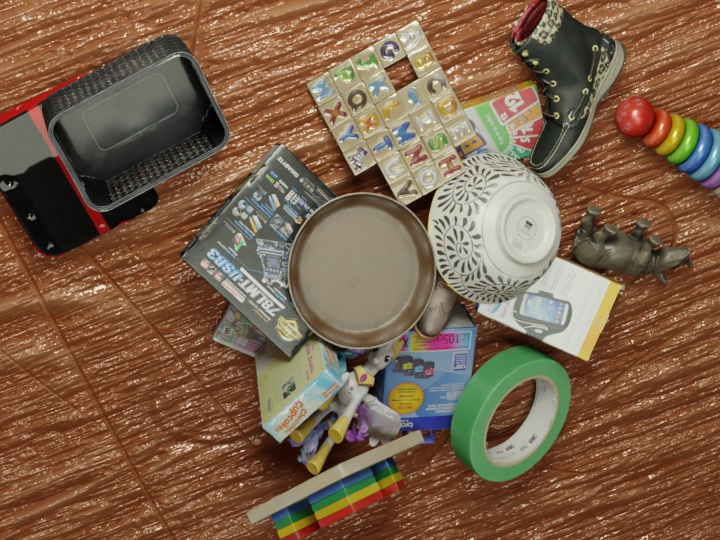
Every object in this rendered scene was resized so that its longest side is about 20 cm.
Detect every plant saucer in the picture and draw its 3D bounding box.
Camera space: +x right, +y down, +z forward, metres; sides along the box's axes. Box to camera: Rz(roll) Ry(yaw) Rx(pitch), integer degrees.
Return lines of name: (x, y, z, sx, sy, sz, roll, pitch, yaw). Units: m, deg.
plant saucer: (0.000, 0.000, 1.621, 0.197, 0.032, 0.204, -1, 96, -13)

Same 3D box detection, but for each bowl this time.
bowl: (0.195, -0.055, 1.636, 0.198, 0.094, 0.205, -1, 91, -26)

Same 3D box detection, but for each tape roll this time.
tape roll: (0.222, 0.211, 1.833, 0.198, 0.048, 0.203, -20, 124, -31)

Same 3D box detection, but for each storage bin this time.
storage bin: (-0.276, -0.182, 1.533, 0.198, 0.094, 0.136, -29, 119, -6)

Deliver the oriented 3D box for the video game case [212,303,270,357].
video game case: (-0.100, 0.038, 1.739, 0.142, 0.018, 0.202, 23, 109, -21)

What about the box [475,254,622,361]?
box: (0.254, 0.033, 1.762, 0.197, 0.041, 0.121, 24, 99, 0)

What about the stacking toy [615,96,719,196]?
stacking toy: (0.434, -0.177, 1.712, 0.198, 0.086, 0.086, 23, 111, -15)

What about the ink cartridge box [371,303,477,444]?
ink cartridge box: (0.089, 0.155, 1.808, 0.134, 0.077, 0.203, -2, 119, -11)

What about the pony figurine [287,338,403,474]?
pony figurine: (-0.017, 0.179, 1.701, 0.166, 0.200, 0.194, 38, 141, 5)

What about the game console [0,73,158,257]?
game console: (-0.376, -0.128, 1.594, 0.175, 0.031, 0.202, -28, 120, -4)

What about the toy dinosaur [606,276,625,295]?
toy dinosaur: (0.280, 0.042, 1.811, 0.196, 0.058, 0.103, 1, 100, 1)

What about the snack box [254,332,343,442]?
snack box: (-0.085, 0.130, 1.664, 0.116, 0.201, 0.037, -43, 113, 12)

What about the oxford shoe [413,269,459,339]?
oxford shoe: (0.117, -0.002, 1.699, 0.070, 0.073, 0.203, 13, 93, -18)

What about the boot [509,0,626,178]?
boot: (0.241, -0.240, 1.617, 0.153, 0.073, 0.206, 28, 93, -31)

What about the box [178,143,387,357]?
box: (-0.100, -0.026, 1.635, 0.200, 0.050, 0.199, 42, 87, -13)

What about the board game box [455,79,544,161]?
board game box: (0.150, -0.179, 1.678, 0.197, 0.030, 0.097, -18, 118, 0)

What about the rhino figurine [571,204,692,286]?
rhino figurine: (0.390, -0.028, 1.782, 0.197, 0.060, 0.088, 14, 132, -19)

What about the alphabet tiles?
alphabet tiles: (0.048, -0.193, 1.617, 0.166, 0.008, 0.202, -29, 97, 4)

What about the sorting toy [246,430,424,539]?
sorting toy: (-0.024, 0.314, 1.762, 0.199, 0.198, 0.070, -33, 78, 35)
